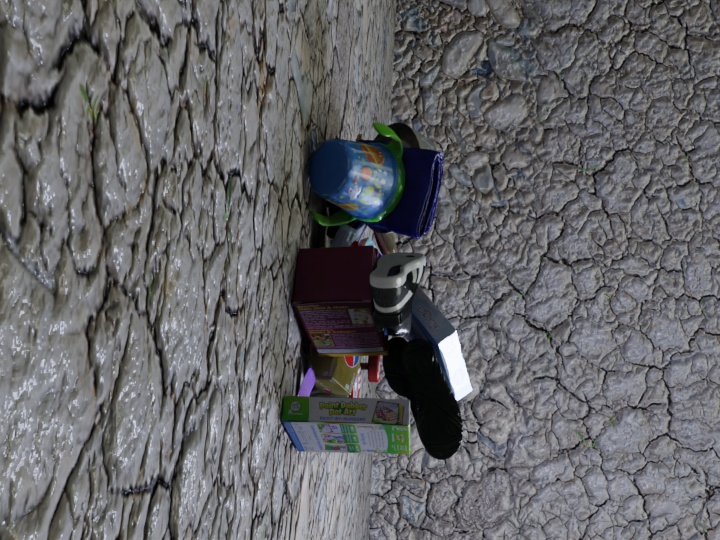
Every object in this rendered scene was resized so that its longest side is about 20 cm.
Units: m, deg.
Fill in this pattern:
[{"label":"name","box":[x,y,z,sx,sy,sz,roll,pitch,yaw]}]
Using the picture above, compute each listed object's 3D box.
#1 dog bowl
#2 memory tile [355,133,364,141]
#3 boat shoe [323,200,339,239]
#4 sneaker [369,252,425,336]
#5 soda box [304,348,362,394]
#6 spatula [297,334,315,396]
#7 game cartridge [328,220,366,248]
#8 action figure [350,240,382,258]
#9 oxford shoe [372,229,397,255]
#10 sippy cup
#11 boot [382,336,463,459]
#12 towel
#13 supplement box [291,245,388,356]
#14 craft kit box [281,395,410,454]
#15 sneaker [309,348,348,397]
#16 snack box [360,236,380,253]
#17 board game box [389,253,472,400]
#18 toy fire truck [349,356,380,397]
[{"label":"dog bowl","box":[0.074,-0.164,1.614,0.199,0.058,0.204,-16,-109,54]},{"label":"memory tile","box":[0.007,-0.186,1.811,0.200,0.016,0.157,47,42,-81]},{"label":"boat shoe","box":[-0.039,-0.144,1.680,0.073,0.066,0.202,-87,-168,-47]},{"label":"sneaker","box":[0.056,0.041,1.384,0.200,0.072,0.114,-37,127,-68]},{"label":"soda box","box":[-0.030,0.118,1.586,0.068,0.063,0.203,46,51,-43]},{"label":"spatula","box":[-0.086,0.139,1.519,0.057,0.020,0.203,75,16,-57]},{"label":"game cartridge","box":[-0.036,-0.034,1.640,0.200,0.040,0.135,-51,164,-75]},{"label":"action figure","box":[0.000,0.000,1.634,0.200,0.064,0.101,-4,115,-85]},{"label":"oxford shoe","box":[0.057,-0.106,1.717,0.071,0.073,0.203,73,7,-55]},{"label":"sippy cup","box":[-0.014,-0.159,1.477,0.129,0.138,0.181,11,90,-49]},{"label":"boot","box":[0.101,0.208,1.482,0.168,0.075,0.204,153,-81,-79]},{"label":"towel","box":[0.054,-0.145,1.534,0.049,0.198,0.150,12,94,-49]},{"label":"supplement box","box":[-0.027,0.055,1.452,0.201,0.128,0.105,73,18,-59]},{"label":"craft kit box","box":[-0.016,0.249,1.400,0.201,0.193,0.049,83,11,-66]},{"label":"sneaker","box":[-0.053,0.231,1.639,0.113,0.076,0.203,82,12,-59]},{"label":"snack box","box":[0.003,0.043,1.771,0.117,0.037,0.201,52,42,-26]},{"label":"board game box","box":[0.109,0.100,1.520,0.201,0.043,0.200,51,-11,37]},{"label":"toy fire truck","box":[-0.016,0.181,1.822,0.168,0.110,0.204,-79,170,-69]}]
